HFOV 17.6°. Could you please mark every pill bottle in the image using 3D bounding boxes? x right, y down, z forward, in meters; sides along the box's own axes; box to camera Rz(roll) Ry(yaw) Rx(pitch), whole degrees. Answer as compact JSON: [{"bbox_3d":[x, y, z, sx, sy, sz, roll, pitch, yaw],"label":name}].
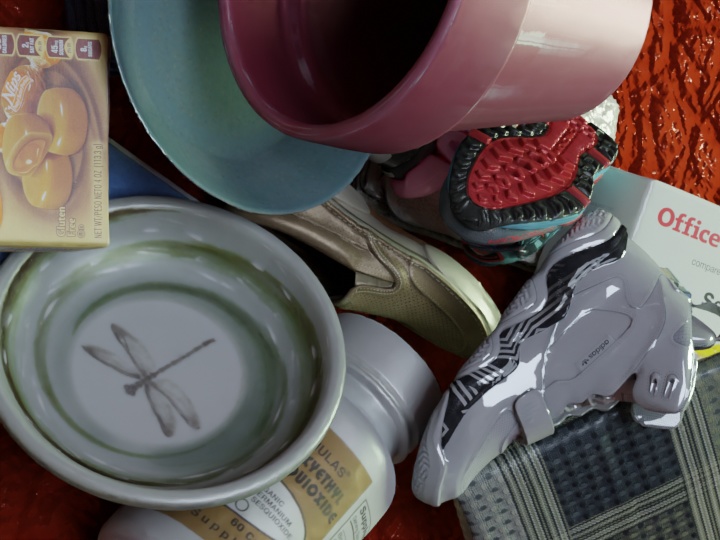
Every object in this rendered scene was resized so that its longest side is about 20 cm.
[{"bbox_3d":[-0.046,0.121,1.324,0.200,0.114,0.114,-46,114,-29],"label":"pill bottle"}]

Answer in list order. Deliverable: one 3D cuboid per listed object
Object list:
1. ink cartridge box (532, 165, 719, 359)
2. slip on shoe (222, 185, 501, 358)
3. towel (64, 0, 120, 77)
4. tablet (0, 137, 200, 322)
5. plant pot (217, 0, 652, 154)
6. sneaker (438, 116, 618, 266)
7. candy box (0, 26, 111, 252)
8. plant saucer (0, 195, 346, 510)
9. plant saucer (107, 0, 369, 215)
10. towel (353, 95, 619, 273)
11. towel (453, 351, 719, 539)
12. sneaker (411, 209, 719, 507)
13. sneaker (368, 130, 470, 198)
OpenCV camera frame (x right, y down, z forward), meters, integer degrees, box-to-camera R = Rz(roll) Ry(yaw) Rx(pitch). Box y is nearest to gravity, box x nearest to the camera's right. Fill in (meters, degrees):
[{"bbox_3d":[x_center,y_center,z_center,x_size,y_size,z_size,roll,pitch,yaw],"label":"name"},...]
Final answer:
[{"bbox_3d":[0.179,0.046,1.489,0.145,0.087,0.200,20,89,-34],"label":"ink cartridge box"},{"bbox_3d":[0.000,0.000,1.388,0.200,0.076,0.061,42,59,-25],"label":"slip on shoe"},{"bbox_3d":[-0.082,-0.173,1.353,0.200,0.049,0.112,-8,93,-36],"label":"towel"},{"bbox_3d":[-0.174,-0.024,1.297,0.200,0.014,0.130,36,67,-31],"label":"tablet"},{"bbox_3d":[0.052,-0.156,1.251,0.179,0.200,0.200,7,83,-42],"label":"plant pot"},{"bbox_3d":[0.093,-0.035,1.379,0.096,0.079,0.200,-61,166,24],"label":"sneaker"},{"bbox_3d":[-0.232,-0.069,1.207,0.200,0.055,0.116,1,86,-27],"label":"candy box"},{"bbox_3d":[-0.109,0.051,1.266,0.200,0.050,0.200,6,54,-9],"label":"plant saucer"},{"bbox_3d":[-0.070,-0.126,1.295,0.201,0.039,0.201,11,73,-42],"label":"plant saucer"},{"bbox_3d":[0.085,-0.076,1.484,0.200,0.034,0.133,17,78,-36],"label":"towel"},{"bbox_3d":[0.158,0.149,1.441,0.192,0.035,0.200,-24,132,-4],"label":"towel"},{"bbox_3d":[0.121,0.071,1.333,0.115,0.075,0.200,35,82,12],"label":"sneaker"},{"bbox_3d":[0.050,-0.146,1.381,0.095,0.079,0.200,33,83,-20],"label":"sneaker"}]
